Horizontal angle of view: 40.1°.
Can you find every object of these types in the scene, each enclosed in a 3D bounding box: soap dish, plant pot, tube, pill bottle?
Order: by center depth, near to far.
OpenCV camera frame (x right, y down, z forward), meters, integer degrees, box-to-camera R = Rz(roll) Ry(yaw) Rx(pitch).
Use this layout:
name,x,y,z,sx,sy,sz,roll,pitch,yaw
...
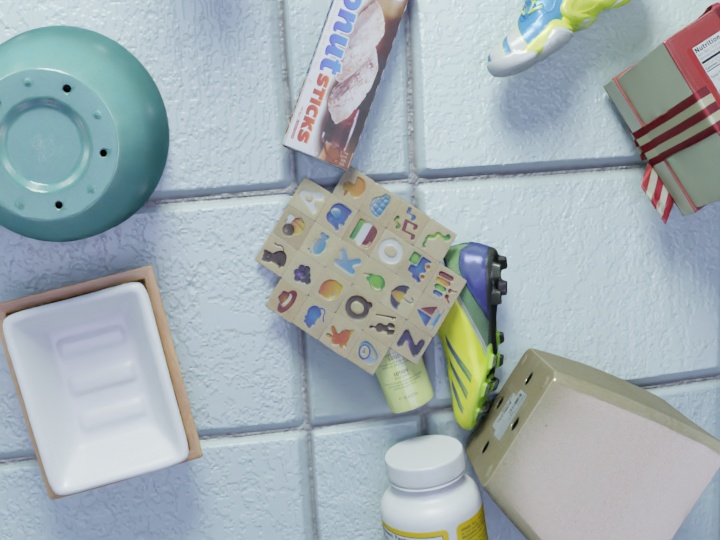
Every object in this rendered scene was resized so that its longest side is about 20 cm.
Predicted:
name,x,y,z,sx,sy,sz,roll,pitch,yaw
plant pot,-0.272,-0.118,0.886,0.196,0.161,0.205,-2,102,-10
soap dish,-0.255,0.107,0.974,0.154,0.081,0.204,-14,103,-7
plant pot,0.222,0.194,1.029,0.175,0.200,0.202,32,94,-5
tube,0.020,0.047,1.031,0.058,0.051,0.204,-26,101,-40
pill bottle,0.081,0.287,1.054,0.110,0.112,0.204,-11,103,-8

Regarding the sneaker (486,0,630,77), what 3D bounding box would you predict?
name,x,y,z,sx,sy,sz,roll,pitch,yaw
sneaker,0.191,-0.280,0.990,0.198,0.076,0.106,-34,93,-10

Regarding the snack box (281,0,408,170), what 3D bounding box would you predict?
name,x,y,z,sx,sy,sz,roll,pitch,yaw
snack box,-0.012,-0.207,0.979,0.071,0.024,0.204,19,93,-13

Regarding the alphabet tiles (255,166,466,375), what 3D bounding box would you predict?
name,x,y,z,sx,sy,sz,roll,pitch,yaw
alphabet tiles,0.000,0.000,1.007,0.198,0.006,0.168,32,93,2

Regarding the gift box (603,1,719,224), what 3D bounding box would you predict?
name,x,y,z,sx,sy,sz,roll,pitch,yaw
gift box,0.367,-0.157,0.977,0.182,0.187,0.203,-27,89,-6

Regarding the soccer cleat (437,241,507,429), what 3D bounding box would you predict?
name,x,y,z,sx,sy,sz,roll,pitch,yaw
soccer cleat,0.109,0.068,1.053,0.082,0.065,0.205,7,106,19
